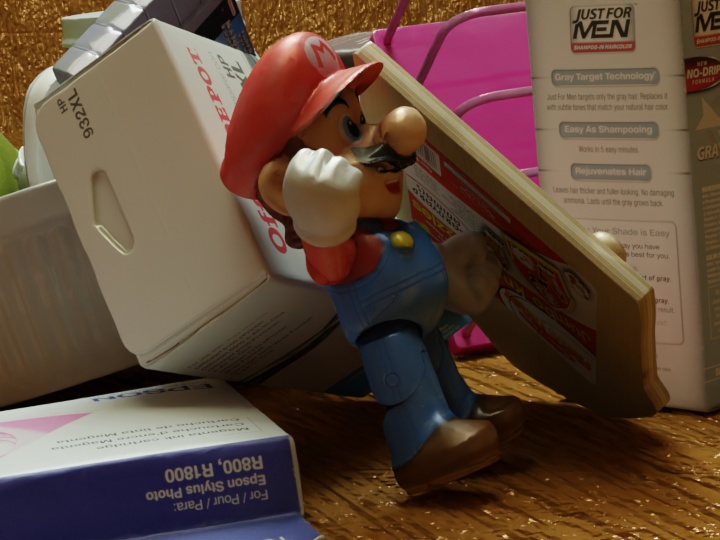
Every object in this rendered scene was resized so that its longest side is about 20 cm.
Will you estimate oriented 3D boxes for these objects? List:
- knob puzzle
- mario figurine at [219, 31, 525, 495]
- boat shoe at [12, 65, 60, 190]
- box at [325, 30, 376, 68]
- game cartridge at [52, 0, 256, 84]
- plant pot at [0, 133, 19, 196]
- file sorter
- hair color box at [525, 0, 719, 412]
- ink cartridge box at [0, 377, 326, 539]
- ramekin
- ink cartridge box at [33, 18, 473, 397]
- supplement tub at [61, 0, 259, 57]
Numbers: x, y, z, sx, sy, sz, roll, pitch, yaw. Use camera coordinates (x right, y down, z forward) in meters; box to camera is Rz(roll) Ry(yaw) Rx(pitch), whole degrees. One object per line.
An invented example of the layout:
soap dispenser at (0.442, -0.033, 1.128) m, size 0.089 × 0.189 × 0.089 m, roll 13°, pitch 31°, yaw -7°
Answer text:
knob puzzle at (0.075, -0.007, 1.059) m, size 0.030 × 0.220 × 0.219 m, roll -42°, pitch 20°, yaw -14°
mario figurine at (0.018, -0.012, 0.972) m, size 0.106 × 0.201 × 0.123 m, roll -27°, pitch 4°, yaw -16°
boat shoe at (-0.182, -0.048, 1.404) m, size 0.068 × 0.201 × 0.072 m, roll 26°, pitch 58°, yaw 32°
box at (0.064, -0.080, 1.534) m, size 0.199 × 0.167 × 0.164 m, roll -3°, pitch 9°, yaw 21°
game cartridge at (-0.109, -0.092, 1.392) m, size 0.038 × 0.201 × 0.130 m, roll 25°, pitch 61°, yaw 34°
plant pot at (-0.290, -0.033, 1.468) m, size 0.199 × 0.202 × 0.193 m, roll -4°, pitch -3°, yaw 14°
file sorter at (0.105, -0.077, 1.264) m, size 0.138 × 0.201 × 0.126 m, roll -9°, pitch -20°, yaw -16°
hair color box at (0.141, -0.039, 1.103) m, size 0.060 × 0.202 × 0.099 m, roll -13°, pitch 12°, yaw -42°
ink cartridge box at (-0.131, 0.092, 0.975) m, size 0.195 × 0.044 × 0.200 m, roll -8°, pitch 8°, yaw -15°
ramekin at (-0.152, 0.003, 1.246) m, size 0.199 × 0.106 × 0.200 m, roll -18°, pitch 3°, yaw 1°
ink cartridge box at (-0.049, -0.025, 1.109) m, size 0.083 × 0.146 × 0.200 m, roll -34°, pitch -22°, yaw 22°
supplement tub at (-0.130, -0.077, 1.535) m, size 0.144 × 0.202 × 0.145 m, roll -6°, pitch 9°, yaw 1°
